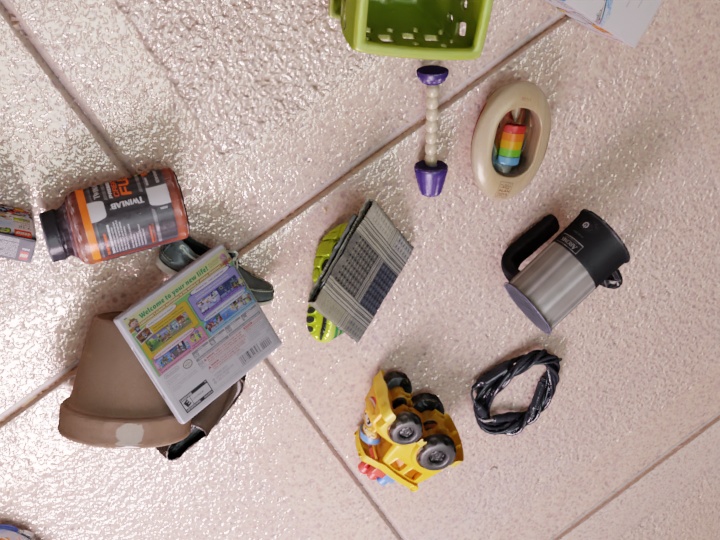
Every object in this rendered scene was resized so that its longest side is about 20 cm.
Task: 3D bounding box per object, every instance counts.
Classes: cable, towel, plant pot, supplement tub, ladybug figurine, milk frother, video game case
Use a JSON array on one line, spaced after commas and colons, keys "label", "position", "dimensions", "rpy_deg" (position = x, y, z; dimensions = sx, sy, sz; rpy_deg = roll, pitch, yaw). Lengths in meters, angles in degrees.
[{"label": "cable", "position": [0.304, 0.231, 1.842], "dimensions": [0.198, 0.051, 0.165], "rpy_deg": [-32, 123, -6]}, {"label": "towel", "position": [0.000, 0.000, 1.548], "dimensions": [0.194, 0.034, 0.200], "rpy_deg": [-59, 150, -9]}, {"label": "plant pot", "position": [-0.351, 0.156, 1.472], "dimensions": [0.197, 0.200, 0.178], "rpy_deg": [1, 96, -22]}, {"label": "plant pot", "position": [0.062, -0.414, 1.348], "dimensions": [0.197, 0.182, 0.202], "rpy_deg": [-1, 116, -22]}, {"label": "supplement tub", "position": [-0.349, -0.072, 1.389], "dimensions": [0.197, 0.107, 0.109], "rpy_deg": [-17, 120, -15]}, {"label": "ladybug figurine", "position": [0.236, -0.211, 1.584], "dimensions": [0.133, 0.072, 0.203], "rpy_deg": [4, 112, -23]}, {"label": "milk frother", "position": [0.359, 0.022, 1.687], "dimensions": [0.188, 0.180, 0.201], "rpy_deg": [-41, 117, -3]}, {"label": "video game case", "position": [-0.235, 0.091, 1.442], "dimensions": [0.199, 0.022, 0.184], "rpy_deg": [-38, 106, -27]}]

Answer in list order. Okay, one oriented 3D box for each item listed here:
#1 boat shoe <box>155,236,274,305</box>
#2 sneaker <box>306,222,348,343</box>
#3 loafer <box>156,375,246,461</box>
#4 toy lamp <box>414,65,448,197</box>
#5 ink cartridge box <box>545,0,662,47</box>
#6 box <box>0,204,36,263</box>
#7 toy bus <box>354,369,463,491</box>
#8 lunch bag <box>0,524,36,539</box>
[{"label": "boat shoe", "position": [-0.213, -0.002, 1.501], "dimensions": [0.197, 0.073, 0.062], "rpy_deg": [21, 110, -24]}, {"label": "sneaker", "position": [-0.035, 0.017, 1.596], "dimensions": [0.083, 0.073, 0.203], "rpy_deg": [-4, 113, -58]}, {"label": "loafer", "position": [-0.256, 0.239, 1.601], "dimensions": [0.073, 0.071, 0.201], "rpy_deg": [37, 97, -32]}, {"label": "toy lamp", "position": [0.112, -0.215, 1.540], "dimensions": [0.057, 0.058, 0.203], "rpy_deg": [-11, 118, -17]}, {"label": "ink cartridge box", "position": [0.346, -0.455, 1.466], "dimensions": [0.198, 0.147, 0.146], "rpy_deg": [22, 105, -29]}, {"label": "box", "position": [-0.539, -0.066, 1.311], "dimensions": [0.197, 0.110, 0.035], "rpy_deg": [13, 110, -28]}, {"label": "toy bus", "position": [0.056, 0.301, 1.740], "dimensions": [0.191, 0.137, 0.199], "rpy_deg": [-41, 122, 20]}, {"label": "lunch bag", "position": [-0.595, 0.511, 1.594], "dimensions": [0.200, 0.076, 0.160], "rpy_deg": [-43, 120, 3]}]
